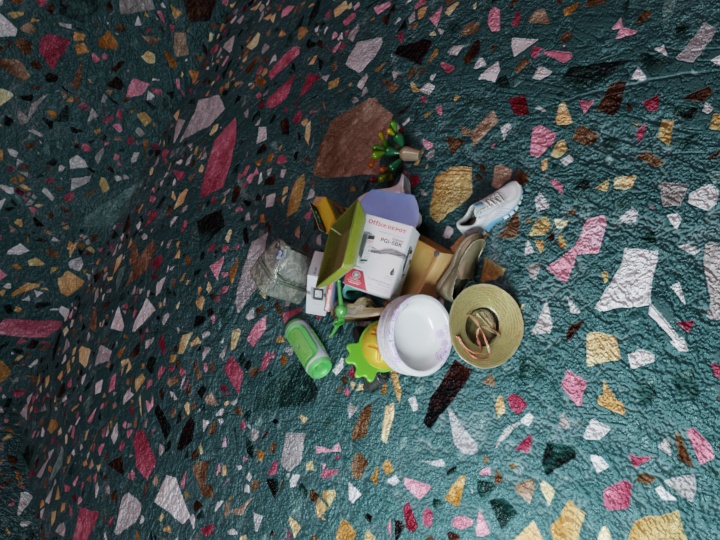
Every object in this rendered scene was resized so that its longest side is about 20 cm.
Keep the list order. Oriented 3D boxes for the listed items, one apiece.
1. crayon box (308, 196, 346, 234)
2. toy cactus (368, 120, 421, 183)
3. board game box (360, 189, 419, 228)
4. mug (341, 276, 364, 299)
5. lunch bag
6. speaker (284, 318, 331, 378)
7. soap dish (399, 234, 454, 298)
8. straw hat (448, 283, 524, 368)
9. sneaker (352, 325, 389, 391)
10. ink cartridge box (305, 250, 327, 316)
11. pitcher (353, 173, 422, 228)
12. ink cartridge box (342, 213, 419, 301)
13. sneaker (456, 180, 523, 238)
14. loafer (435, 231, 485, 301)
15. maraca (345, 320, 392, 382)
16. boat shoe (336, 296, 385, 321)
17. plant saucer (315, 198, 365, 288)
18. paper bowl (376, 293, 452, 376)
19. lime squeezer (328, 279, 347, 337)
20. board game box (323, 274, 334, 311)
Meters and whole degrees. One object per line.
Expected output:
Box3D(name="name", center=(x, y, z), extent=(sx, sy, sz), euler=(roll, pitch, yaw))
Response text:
Box3D(name="crayon box", center=(-0.062, -0.146, 1.626), extent=(0.051, 0.199, 0.128), euler=(-41, 50, 21))
Box3D(name="toy cactus", center=(0.112, -0.363, 1.654), extent=(0.163, 0.102, 0.203), euler=(13, 79, 24))
Box3D(name="board game box", center=(0.078, -0.144, 1.511), extent=(0.197, 0.039, 0.160), euler=(12, 82, 26))
Box3D(name="mug", center=(0.000, -0.012, 1.571), extent=(0.185, 0.112, 0.154), euler=(116, 153, -65))
Box3D(name="lunch bag", center=(-0.239, -0.003, 1.728), extent=(0.169, 0.199, 0.140), euler=(-53, 48, 12))
Box3D(name="speaker", center=(-0.165, 0.241, 1.645), extent=(0.089, 0.088, 0.200), euler=(-51, 48, 13))
Box3D(name="soap dish", center=(0.158, 0.010, 1.454), extent=(0.157, 0.081, 0.202), euler=(35, 98, 43))
Box3D(name="straw hat", center=(0.288, 0.139, 1.279), extent=(0.085, 0.198, 0.204), euler=(118, 160, -72))
Box3D(name="sneaker", center=(0.009, 0.250, 1.499), extent=(0.091, 0.075, 0.202), euler=(-45, 46, 29))
Box3D(name="ink cartridge box", center=(-0.122, 0.025, 1.604), extent=(0.117, 0.066, 0.202), euler=(-78, -3, -49))
Box3D(name="pitcher", center=(0.077, -0.170, 1.585), extent=(0.198, 0.121, 0.174), euler=(-27, 70, 18))
Box3D(name="ink cartridge box", center=(0.057, -0.035, 1.418), extent=(0.145, 0.083, 0.203), euler=(16, 85, 22))
Box3D(name="sneaker", center=(0.332, -0.160, 1.366), extent=(0.200, 0.086, 0.075), euler=(-45, 48, 17))
Box3D(name="loafer", center=(0.271, -0.004, 1.369), extent=(0.067, 0.075, 0.202), euler=(42, 112, 42))
Box3D(name="maraca", center=(0.050, 0.211, 1.414), extent=(0.138, 0.199, 0.107), euler=(53, 153, 13))
Box3D(name="boat shoe", center=(0.006, 0.111, 1.553), extent=(0.198, 0.073, 0.070), euler=(-6, 75, 41))
Box3D(name="plant saucer", center=(-0.046, -0.061, 1.419), extent=(0.199, 0.047, 0.203), euler=(-36, 37, 59))
Box3D(name="paper bowl", center=(0.130, 0.163, 1.340), extent=(0.104, 0.198, 0.204), euler=(-11, 64, 60))
Box3D(name="lime squeezer", center=(-0.070, 0.130, 1.551), extent=(0.070, 0.037, 0.203), euler=(34, 125, 42))
Box3D(name="board game box", center=(-0.084, 0.057, 1.581), extent=(0.019, 0.200, 0.105), euler=(10, 94, 1))
